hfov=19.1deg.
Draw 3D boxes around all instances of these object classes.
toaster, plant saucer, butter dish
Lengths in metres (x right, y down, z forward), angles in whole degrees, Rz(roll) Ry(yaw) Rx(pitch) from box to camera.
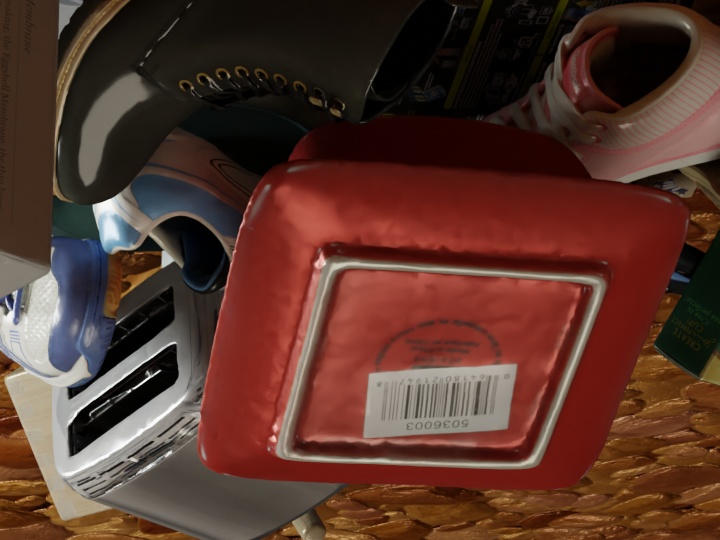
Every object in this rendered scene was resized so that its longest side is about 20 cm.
[{"bbox_3d":[-0.079,0.071,1.155,0.129,0.114,0.200,22,139,-36],"label":"toaster"},{"bbox_3d":[-0.096,-0.057,1.093,0.199,0.028,0.200,-9,156,-4],"label":"plant saucer"},{"bbox_3d":[0.026,-0.005,0.998,0.199,0.148,0.200,3,132,-14],"label":"butter dish"}]

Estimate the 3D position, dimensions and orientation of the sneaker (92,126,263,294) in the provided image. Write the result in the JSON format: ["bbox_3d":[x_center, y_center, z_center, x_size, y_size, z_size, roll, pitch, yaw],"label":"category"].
[{"bbox_3d":[-0.051,-0.016,1.065,0.199,0.073,0.072,18,168,-40],"label":"sneaker"}]

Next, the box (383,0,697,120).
[{"bbox_3d":[0.070,-0.115,1.092,0.159,0.044,0.200,1,157,-8],"label":"box"}]

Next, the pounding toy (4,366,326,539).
[{"bbox_3d":[-0.092,0.088,1.350,0.199,0.143,0.184,-16,-169,30],"label":"pounding toy"}]

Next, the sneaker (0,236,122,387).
[{"bbox_3d":[-0.187,0.011,1.070,0.088,0.076,0.200,16,175,-29],"label":"sneaker"}]

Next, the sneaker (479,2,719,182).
[{"bbox_3d":[0.096,-0.072,1.041,0.199,0.076,0.105,-22,155,22],"label":"sneaker"}]

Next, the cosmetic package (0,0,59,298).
[{"bbox_3d":[-0.236,-0.096,0.872,0.199,0.200,0.123,18,150,-38],"label":"cosmetic package"}]

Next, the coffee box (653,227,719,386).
[{"bbox_3d":[0.259,-0.020,1.204,0.123,0.201,0.044,19,-166,-46],"label":"coffee box"}]

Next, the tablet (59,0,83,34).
[{"bbox_3d":[-0.120,-0.139,1.049,0.129,0.014,0.200,5,157,-20],"label":"tablet"}]

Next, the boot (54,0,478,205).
[{"bbox_3d":[-0.052,-0.080,0.919,0.077,0.138,0.200,-5,134,-55],"label":"boot"}]

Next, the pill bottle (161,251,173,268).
[{"bbox_3d":[-0.011,0.003,1.277,0.199,0.114,0.114,22,148,-31],"label":"pill bottle"}]

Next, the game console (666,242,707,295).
[{"bbox_3d":[0.126,-0.020,1.248,0.176,0.031,0.200,20,179,43],"label":"game console"}]

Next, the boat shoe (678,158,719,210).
[{"bbox_3d":[0.206,-0.052,1.096,0.071,0.200,0.065,-36,109,13],"label":"boat shoe"}]

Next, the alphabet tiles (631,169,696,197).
[{"bbox_3d":[0.165,-0.083,1.252,0.165,0.006,0.200,-2,158,-4],"label":"alphabet tiles"}]
